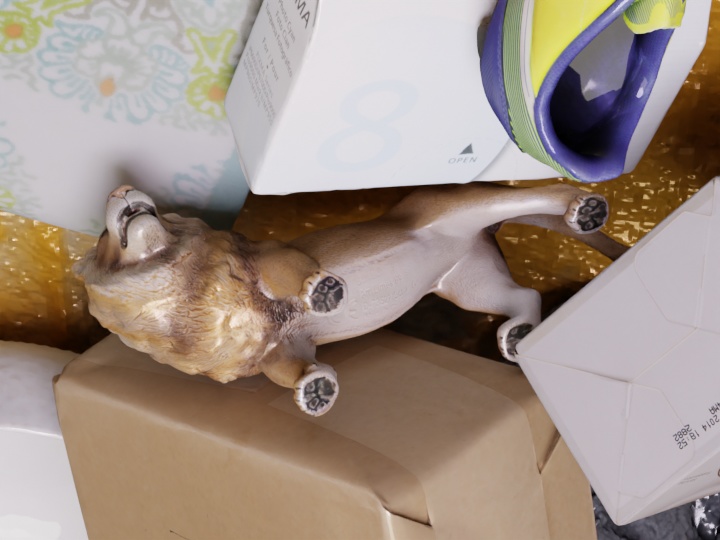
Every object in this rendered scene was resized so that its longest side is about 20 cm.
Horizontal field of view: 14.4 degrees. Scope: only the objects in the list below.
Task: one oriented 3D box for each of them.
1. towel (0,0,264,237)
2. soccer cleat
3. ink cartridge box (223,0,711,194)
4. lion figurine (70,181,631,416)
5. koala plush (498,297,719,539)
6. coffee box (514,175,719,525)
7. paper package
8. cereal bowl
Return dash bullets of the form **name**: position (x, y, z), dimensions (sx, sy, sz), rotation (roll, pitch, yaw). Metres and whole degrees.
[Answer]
- **towel**: position (-0.106, -0.090, 1.063), dimensions (0.171, 0.048, 0.200), rotation (16, 137, -10)
- **soccer cleat**: position (0.093, -0.120, 0.921), dimensions (0.065, 0.084, 0.201), rotation (0, 126, -26)
- **ink cartridge box**: position (0.055, -0.107, 0.988), dimensions (0.160, 0.047, 0.200), rotation (-3, 144, -25)
- **lion figurine**: position (0.000, 0.000, 1.072), dimensions (0.199, 0.122, 0.073), rotation (-8, 107, -24)
- **koala plush**: position (0.075, 0.139, 1.232), dimensions (0.177, 0.184, 0.200), rotation (36, 142, -31)
- **coffee box**: position (0.167, 0.017, 1.055), dimensions (0.200, 0.080, 0.113), rotation (-10, 154, -50)
- **paper package**: position (-0.008, 0.121, 1.111), dimensions (0.200, 0.103, 0.191), rotation (14, 124, 44)
- **cereal bowl**: position (-0.153, 0.096, 1.251), dimensions (0.199, 0.083, 0.200), rotation (3, 139, 2)
